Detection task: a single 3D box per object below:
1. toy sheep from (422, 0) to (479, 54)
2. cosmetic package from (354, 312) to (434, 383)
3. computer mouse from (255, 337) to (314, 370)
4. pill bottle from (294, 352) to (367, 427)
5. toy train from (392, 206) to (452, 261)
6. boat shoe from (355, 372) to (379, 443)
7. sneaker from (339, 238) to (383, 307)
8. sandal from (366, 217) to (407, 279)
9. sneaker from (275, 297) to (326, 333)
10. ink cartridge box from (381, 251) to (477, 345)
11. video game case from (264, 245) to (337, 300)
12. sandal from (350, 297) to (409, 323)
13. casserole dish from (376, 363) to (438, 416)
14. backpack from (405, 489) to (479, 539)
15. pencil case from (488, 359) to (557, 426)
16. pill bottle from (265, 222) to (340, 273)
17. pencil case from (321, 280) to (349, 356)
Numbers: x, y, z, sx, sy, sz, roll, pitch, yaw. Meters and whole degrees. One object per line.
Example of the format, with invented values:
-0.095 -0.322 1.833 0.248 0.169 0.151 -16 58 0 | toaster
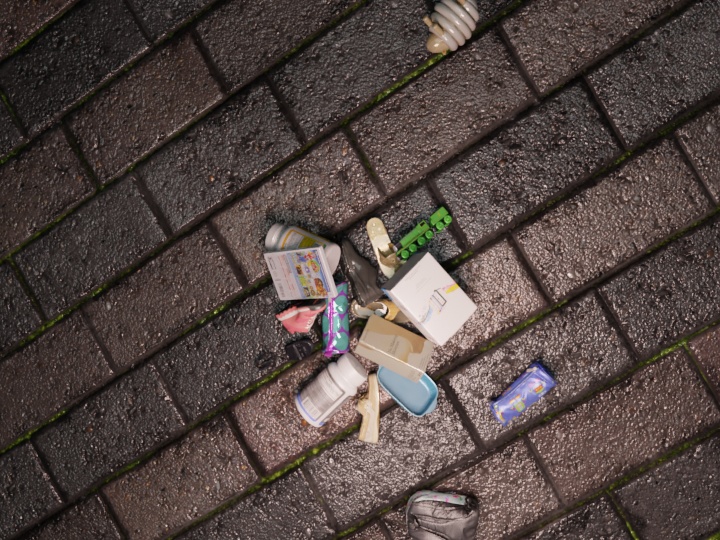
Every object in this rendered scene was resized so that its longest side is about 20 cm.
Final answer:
0.247 -0.665 1.465 0.138 0.138 0.200 44 108 3 | toy sheep
0.093 0.213 1.529 0.197 0.072 0.106 24 53 2 | cosmetic package
-0.222 0.245 1.624 0.196 0.034 0.060 -20 107 13 | computer mouse
-0.081 0.334 1.565 0.200 0.114 0.114 -43 87 7 | pill bottle
0.169 -0.102 1.522 0.199 0.042 0.057 -38 82 -12 | toy train
0.020 0.391 1.575 0.067 0.074 0.205 1 94 1 | boat shoe
0.000 0.000 1.566 0.089 0.076 0.203 -21 82 -17 | sneaker
0.074 -0.049 1.548 0.077 0.070 0.215 -28 89 8 | sandal
-0.152 0.128 1.561 0.198 0.074 0.088 -20 105 45 | sneaker
0.180 0.073 1.478 0.145 0.147 0.200 -44 97 -5 | ink cartridge box
-0.163 0.010 1.501 0.197 0.018 0.146 -4 112 34 | video game case
0.065 0.110 1.565 0.195 0.054 0.082 2 93 7 | sandal
0.127 0.320 1.552 0.200 0.039 0.121 43 60 4 | casserole dish
0.222 0.693 1.539 0.195 0.127 0.171 8 82 8 | backpack
0.440 0.334 1.515 0.199 0.078 0.087 -42 117 7 | pencil case
-0.164 -0.058 1.549 0.197 0.112 0.115 24 96 18 | pill bottle
-0.074 0.133 1.563 0.083 0.092 0.205 -1 93 19 | pencil case
